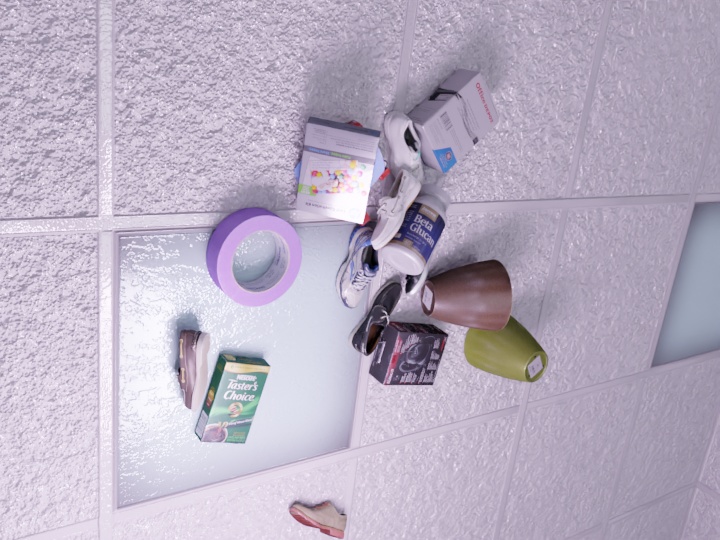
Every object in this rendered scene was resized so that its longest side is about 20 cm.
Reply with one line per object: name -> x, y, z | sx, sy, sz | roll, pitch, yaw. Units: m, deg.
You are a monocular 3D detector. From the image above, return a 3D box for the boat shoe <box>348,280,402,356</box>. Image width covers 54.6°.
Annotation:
boat shoe -> 0.051, 0.120, 1.746 | 0.072, 0.067, 0.202 | 36, 85, -37

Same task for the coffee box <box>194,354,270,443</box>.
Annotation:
coffee box -> -0.290, 0.294, 1.588 | 0.122, 0.044, 0.203 | 14, 101, -38

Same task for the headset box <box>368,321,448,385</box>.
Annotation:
headset box -> 0.119, 0.218, 1.827 | 0.197, 0.077, 0.151 | 6, 105, -36

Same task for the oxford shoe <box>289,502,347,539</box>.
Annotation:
oxford shoe -> -0.112, 0.652, 1.864 | 0.200, 0.070, 0.076 | 41, 57, -37

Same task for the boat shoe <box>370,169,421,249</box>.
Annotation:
boat shoe -> 0.066, -0.142, 1.594 | 0.069, 0.070, 0.202 | 38, 66, -23

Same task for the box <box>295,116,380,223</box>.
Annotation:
box -> -0.050, -0.209, 1.475 | 0.153, 0.041, 0.203 | 12, 123, -1

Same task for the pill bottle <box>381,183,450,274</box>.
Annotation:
pill bottle -> 0.137, -0.101, 1.644 | 0.111, 0.110, 0.202 | 46, 63, -38

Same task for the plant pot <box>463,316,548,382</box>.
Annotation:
plant pot -> 0.425, 0.230, 1.970 | 0.185, 0.199, 0.190 | -14, 117, -30

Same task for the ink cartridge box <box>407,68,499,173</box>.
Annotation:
ink cartridge box -> 0.218, -0.356, 1.653 | 0.200, 0.084, 0.145 | -43, 128, -12

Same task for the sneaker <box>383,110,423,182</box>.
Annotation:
sneaker -> 0.113, -0.266, 1.614 | 0.075, 0.088, 0.202 | -36, 126, -19

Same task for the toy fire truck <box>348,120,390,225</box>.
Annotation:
toy fire truck -> -0.010, -0.218, 1.572 | 0.141, 0.049, 0.201 | -43, 125, -9

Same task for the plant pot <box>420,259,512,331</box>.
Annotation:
plant pot -> 0.263, 0.068, 1.821 | 0.196, 0.187, 0.190 | -1, 111, -19

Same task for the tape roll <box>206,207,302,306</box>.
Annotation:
tape roll -> -0.225, -0.028, 1.489 | 0.197, 0.065, 0.204 | -14, 116, -30

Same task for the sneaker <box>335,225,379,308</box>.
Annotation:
sneaker -> 0.000, 0.000, 1.647 | 0.076, 0.085, 0.203 | 1, 109, -35

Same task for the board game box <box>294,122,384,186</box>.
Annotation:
board game box -> -0.043, -0.227, 1.512 | 0.157, 0.039, 0.200 | 34, 119, -14

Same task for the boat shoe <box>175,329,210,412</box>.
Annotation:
boat shoe -> -0.363, 0.214, 1.494 | 0.058, 0.072, 0.203 | 13, 120, 3

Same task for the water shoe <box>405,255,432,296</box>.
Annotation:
water shoe -> 0.135, -0.037, 1.751 | 0.078, 0.071, 0.203 | 19, 93, -17
